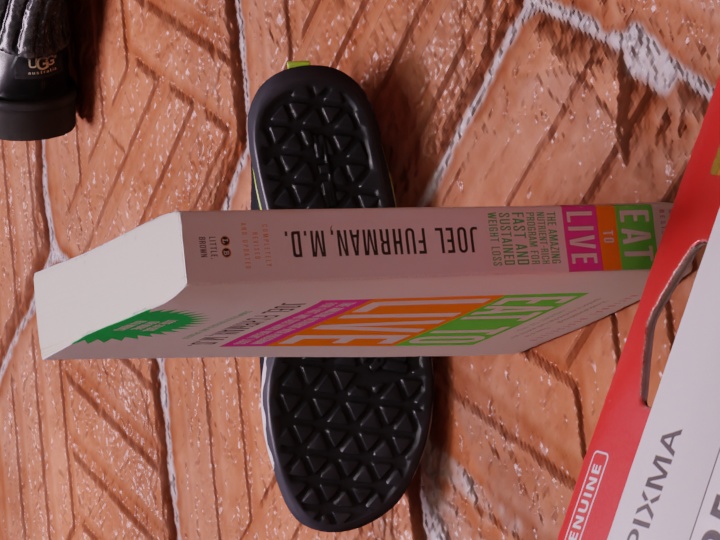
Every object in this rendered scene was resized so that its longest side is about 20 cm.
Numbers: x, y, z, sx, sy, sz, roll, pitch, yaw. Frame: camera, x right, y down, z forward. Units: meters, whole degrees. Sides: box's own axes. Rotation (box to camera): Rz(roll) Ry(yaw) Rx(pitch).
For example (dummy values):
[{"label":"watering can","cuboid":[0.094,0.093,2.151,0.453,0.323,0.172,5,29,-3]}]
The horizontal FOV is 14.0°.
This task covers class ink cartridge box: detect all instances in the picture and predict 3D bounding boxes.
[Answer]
[{"label":"ink cartridge box","cuboid":[0.120,0.019,0.920,0.176,0.045,0.201,12,81,60]}]

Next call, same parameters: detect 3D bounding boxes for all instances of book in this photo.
[{"label":"book","cuboid":[0.000,0.000,1.049,0.134,0.199,0.048,-21,72,61]}]

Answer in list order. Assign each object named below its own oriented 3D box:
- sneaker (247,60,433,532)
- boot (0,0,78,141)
[{"label":"sneaker","cuboid":[-0.010,0.009,1.234,0.083,0.071,0.201,137,130,-85]},{"label":"boot","cuboid":[-0.205,-0.175,1.547,0.211,0.079,0.158,32,127,45]}]
